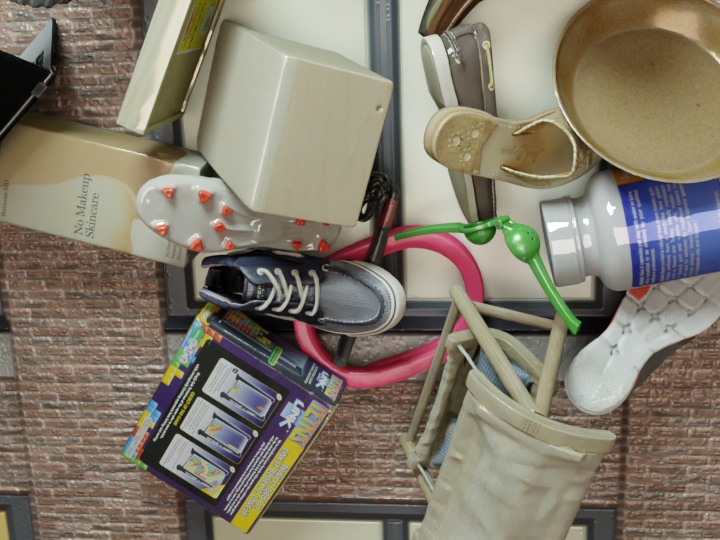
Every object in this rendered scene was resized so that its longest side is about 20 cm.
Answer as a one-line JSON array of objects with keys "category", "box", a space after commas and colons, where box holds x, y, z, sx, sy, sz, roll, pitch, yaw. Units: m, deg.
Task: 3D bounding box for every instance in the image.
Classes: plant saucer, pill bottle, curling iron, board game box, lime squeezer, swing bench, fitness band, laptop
[{"category": "plant saucer", "box": [0.263, -0.159, 0.840, 0.196, 0.036, 0.204, 0, 67, -1]}, {"category": "pill bottle", "box": [0.268, -0.044, 0.874, 0.196, 0.112, 0.114, -11, 104, 9]}, {"category": "curling iron", "box": [0.000, 0.000, 0.930, 0.049, 0.025, 0.203, 19, 111, 25]}, {"category": "board game box", "box": [-0.133, 0.151, 0.984, 0.164, 0.057, 0.201, 32, 117, -4]}, {"category": "lime squeezer", "box": [0.122, -0.020, 0.874, 0.198, 0.038, 0.071, 28, 136, 23]}, {"category": "swing bench", "box": [0.122, 0.158, 0.873, 0.127, 0.201, 0.202, 12, 119, -6]}, {"category": "fitness band", "box": [0.029, 0.037, 0.964, 0.197, 0.037, 0.146, -21, 99, 10]}, {"category": "laptop", "box": [-0.374, -0.154, 0.853, 0.187, 0.201, 0.116, -42, 126, 15]}]

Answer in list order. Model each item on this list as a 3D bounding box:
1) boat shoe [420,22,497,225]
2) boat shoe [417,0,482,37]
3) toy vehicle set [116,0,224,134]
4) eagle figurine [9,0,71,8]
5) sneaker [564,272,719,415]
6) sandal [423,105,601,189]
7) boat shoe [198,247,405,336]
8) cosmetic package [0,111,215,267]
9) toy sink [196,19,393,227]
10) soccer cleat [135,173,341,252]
[{"category": "boat shoe", "box": [0.105, -0.127, 0.879, 0.059, 0.072, 0.202, -20, 121, -4]}, {"category": "boat shoe", "box": [0.126, -0.281, 0.845, 0.073, 0.076, 0.201, 32, 107, -7]}, {"category": "toy vehicle set", "box": [-0.156, -0.228, 0.863, 0.026, 0.124, 0.202, 24, 106, -1]}, {"category": "eagle figurine", "box": [-0.243, -0.310, 0.810, 0.149, 0.200, 0.154, -18, 103, 10]}, {"category": "sneaker", "box": [0.273, 0.064, 0.933, 0.199, 0.082, 0.077, -39, 70, -5]}, {"category": "sandal", "box": [0.158, -0.100, 0.837, 0.209, 0.070, 0.079, 0, 114, -30]}, {"category": "boat shoe", "box": [-0.061, 0.023, 0.899, 0.197, 0.092, 0.076, 8, 99, 31]}, {"category": "cosmetic package", "box": [-0.249, -0.081, 0.941, 0.196, 0.071, 0.107, 12, 106, 3]}, {"category": "toy sink", "box": [-0.064, -0.139, 0.873, 0.110, 0.200, 0.132, 8, 108, -27]}, {"category": "soccer cleat", "box": [-0.114, -0.055, 0.899, 0.197, 0.078, 0.070, 6, 114, -21]}]
